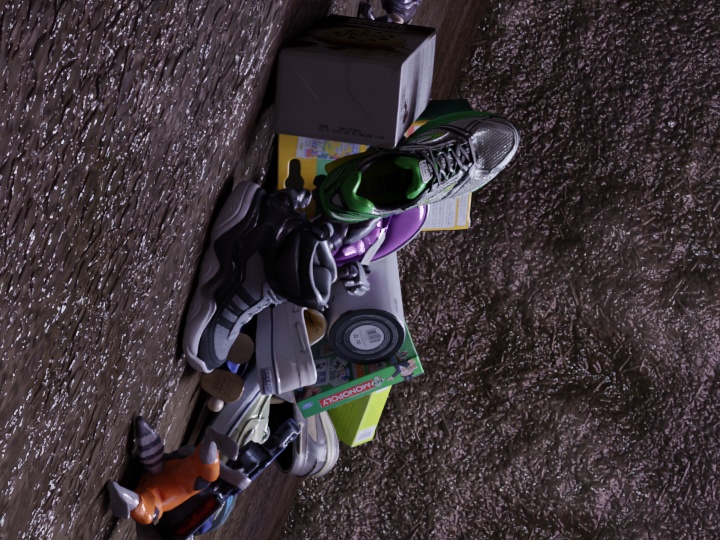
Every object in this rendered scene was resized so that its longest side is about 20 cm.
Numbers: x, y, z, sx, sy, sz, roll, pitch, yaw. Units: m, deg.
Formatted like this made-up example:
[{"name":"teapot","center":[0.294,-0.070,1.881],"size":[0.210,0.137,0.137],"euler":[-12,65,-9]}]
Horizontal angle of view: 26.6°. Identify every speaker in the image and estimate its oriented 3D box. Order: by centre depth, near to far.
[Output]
[{"name":"speaker","center":[0.000,0.000,1.599],"size":[0.200,0.081,0.081],"euler":[-96,-162,-48]}]

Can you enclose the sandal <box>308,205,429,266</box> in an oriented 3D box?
[{"name":"sandal","center":[-0.022,-0.021,1.512],"size":[0.050,0.202,0.083],"euler":[-109,176,-53]}]

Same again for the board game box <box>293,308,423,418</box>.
[{"name":"board game box","center":[-0.022,0.059,1.630],"size":[0.200,0.134,0.029],"euler":[-109,177,-49]}]

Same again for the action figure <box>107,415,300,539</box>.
[{"name":"action figure","center":[-0.154,0.177,1.398],"size":[0.200,0.105,0.194],"euler":[-42,173,-15]}]

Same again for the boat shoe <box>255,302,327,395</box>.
[{"name":"boat shoe","center":[-0.068,0.055,1.531],"size":[0.200,0.070,0.071],"euler":[-94,179,-62]}]

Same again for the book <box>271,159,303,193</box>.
[{"name":"book","center":[-0.062,-0.085,1.660],"size":[0.200,0.048,0.134],"euler":[61,48,-79]}]

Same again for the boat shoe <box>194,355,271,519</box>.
[{"name":"boat shoe","center":[-0.131,0.174,1.635],"size":[0.200,0.062,0.072],"euler":[-57,-173,4]}]

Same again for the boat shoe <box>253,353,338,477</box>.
[{"name":"boat shoe","center":[-0.086,0.133,1.686],"size":[0.074,0.200,0.073],"euler":[-32,164,33]}]

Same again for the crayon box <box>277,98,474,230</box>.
[{"name":"crayon box","center":[0.012,-0.103,1.528],"size":[0.052,0.199,0.126],"euler":[-108,-162,-56]}]

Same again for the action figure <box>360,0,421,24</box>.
[{"name":"action figure","center":[0.045,-0.324,1.682],"size":[0.200,0.069,0.130],"euler":[107,-2,-78]}]

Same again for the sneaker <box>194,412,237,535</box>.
[{"name":"sneaker","center":[-0.151,0.211,1.727],"size":[0.082,0.073,0.200],"euler":[-11,121,-82]}]

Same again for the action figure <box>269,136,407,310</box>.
[{"name":"action figure","center":[-0.018,-0.045,1.450],"size":[0.200,0.130,0.069],"euler":[-39,178,-4]}]

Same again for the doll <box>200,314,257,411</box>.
[{"name":"doll","center":[-0.129,0.082,1.561],"size":[0.200,0.048,0.137],"euler":[-78,-176,-81]}]

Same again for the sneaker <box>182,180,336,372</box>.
[{"name":"sneaker","center":[-0.088,0.024,1.368],"size":[0.076,0.114,0.200],"euler":[-60,170,-58]}]

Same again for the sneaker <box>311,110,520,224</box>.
[{"name":"sneaker","center":[0.061,-0.088,1.382],"size":[0.085,0.200,0.078],"euler":[13,-55,69]}]

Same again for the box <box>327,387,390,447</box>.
[{"name":"box","center":[-0.055,0.097,1.738],"size":[0.048,0.200,0.122],"euler":[-13,128,-55]}]

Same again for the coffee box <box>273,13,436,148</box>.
[{"name":"coffee box","center":[-0.001,-0.180,1.417],"size":[0.200,0.113,0.080],"euler":[-58,155,-69]}]
